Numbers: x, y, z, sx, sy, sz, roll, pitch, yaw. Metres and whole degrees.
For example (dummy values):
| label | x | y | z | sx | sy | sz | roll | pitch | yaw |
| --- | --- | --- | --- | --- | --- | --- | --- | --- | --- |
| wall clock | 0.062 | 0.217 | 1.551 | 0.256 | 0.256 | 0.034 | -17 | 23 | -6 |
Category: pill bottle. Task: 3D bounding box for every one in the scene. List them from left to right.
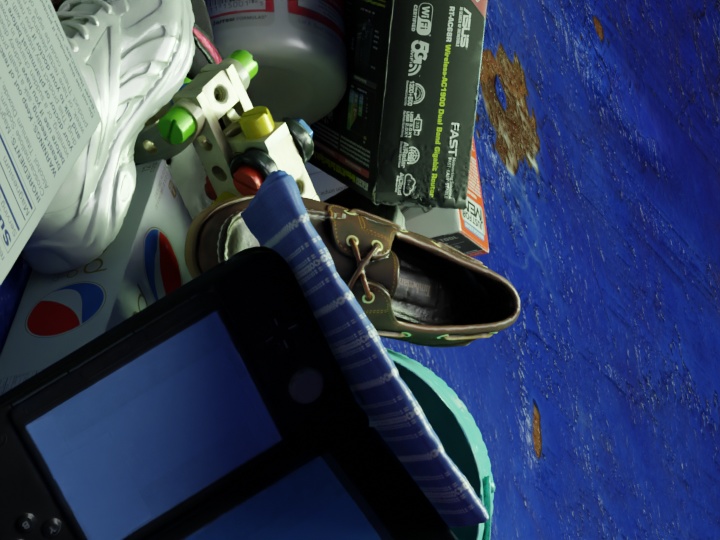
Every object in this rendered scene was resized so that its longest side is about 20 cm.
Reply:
| label | x | y | z | sx | sy | sz | roll | pitch | yaw |
| --- | --- | --- | --- | --- | --- | --- | --- | --- | --- |
| pill bottle | -0.067 | -0.195 | 1.852 | 0.112 | 0.112 | 0.200 | 46 | 36 | -56 |

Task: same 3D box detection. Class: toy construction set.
| label | x | y | z | sx | sy | sz | roll | pitch | yaw |
| --- | --- | --- | --- | --- | --- | --- | --- | --- | --- |
| toy construction set | -0.075 | -0.048 | 1.682 | 0.200 | 0.131 | 0.092 | 53 | 54 | -36 |

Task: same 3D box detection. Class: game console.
| label | x | y | z | sx | sy | sz | roll | pitch | yaw |
| --- | --- | --- | --- | --- | --- | --- | --- | --- | --- |
| game console | -0.075 | 0.116 | 1.451 | 0.118 | 0.200 | 0.171 | 39 | -23 | 59 |

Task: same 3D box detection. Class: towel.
| label | x | y | z | sx | sy | sz | roll | pitch | yaw |
| --- | --- | --- | --- | --- | --- | --- | --- | --- | --- |
| towel | 0.002 | 0.040 | 1.489 | 0.200 | 0.024 | 0.145 | 59 | -8 | 0 |

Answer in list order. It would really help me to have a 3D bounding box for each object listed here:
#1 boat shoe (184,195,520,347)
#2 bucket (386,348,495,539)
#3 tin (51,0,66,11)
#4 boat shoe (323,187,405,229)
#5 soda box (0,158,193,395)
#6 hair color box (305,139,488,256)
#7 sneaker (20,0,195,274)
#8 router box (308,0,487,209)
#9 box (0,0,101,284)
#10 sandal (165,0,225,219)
| label | x | y | z | sx | sy | sz | roll | pitch | yaw |
| --- | --- | --- | --- | --- | --- | --- | --- | --- | --- |
| boat shoe | 0.000 | 0.000 | 1.614 | 0.200 | 0.070 | 0.070 | 10 | 85 | -38 |
| bucket | -0.022 | 0.129 | 1.639 | 0.135 | 0.207 | 0.207 | 4 | 73 | -78 |
| tin | -0.198 | -0.185 | 1.599 | 0.200 | 0.042 | 0.112 | -37 | 116 | -69 |
| boat shoe | 0.002 | -0.004 | 1.833 | 0.065 | 0.074 | 0.202 | 59 | 2 | -13 |
| soda box | -0.139 | 0.028 | 1.578 | 0.200 | 0.064 | 0.068 | -76 | 148 | -51 |
| hair color box | 0.016 | -0.101 | 2.023 | 0.064 | 0.111 | 0.200 | 34 | 47 | -62 |
| sneaker | -0.152 | -0.105 | 1.567 | 0.099 | 0.078 | 0.200 | 43 | 53 | -47 |
| router box | 0.021 | -0.126 | 1.841 | 0.200 | 0.062 | 0.150 | -142 | -123 | -74 |
| box | -0.222 | -0.094 | 1.368 | 0.200 | 0.105 | 0.184 | -68 | 141 | -60 |
| sandal | -0.105 | -0.102 | 1.737 | 0.045 | 0.075 | 0.200 | 9 | -62 | 62 |
